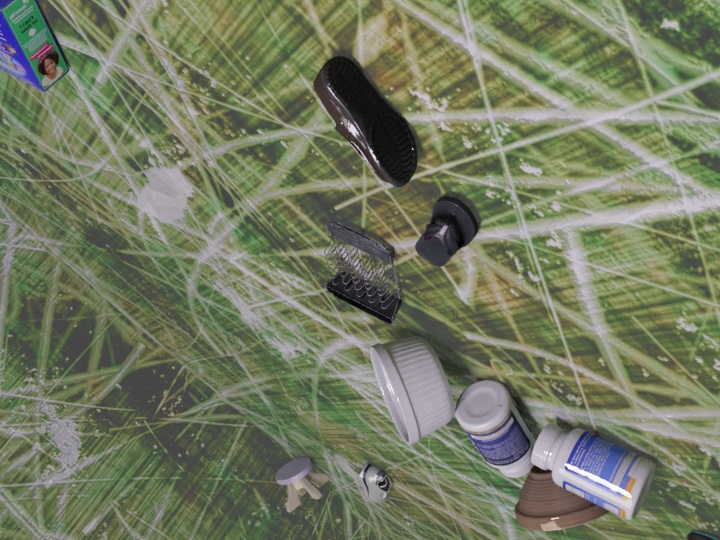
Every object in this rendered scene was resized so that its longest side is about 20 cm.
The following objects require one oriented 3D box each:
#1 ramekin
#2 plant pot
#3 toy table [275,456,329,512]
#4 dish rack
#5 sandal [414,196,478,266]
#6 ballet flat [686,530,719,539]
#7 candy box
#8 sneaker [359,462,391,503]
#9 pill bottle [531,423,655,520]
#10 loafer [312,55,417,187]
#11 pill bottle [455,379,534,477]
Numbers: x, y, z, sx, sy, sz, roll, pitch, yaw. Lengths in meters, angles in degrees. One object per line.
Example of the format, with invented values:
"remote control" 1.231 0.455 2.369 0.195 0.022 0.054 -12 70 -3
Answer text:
"ramekin" 0.102 0.221 1.675 0.200 0.105 0.201 160 90 -82
"plant pot" 0.385 0.417 1.682 0.201 0.200 0.093 -15 92 60
"toy table" -0.205 0.728 3.010 0.117 0.183 0.200 58 164 -8
"dish rack" 0.000 0.000 1.565 0.153 0.055 0.200 25 153 23
"sandal" 0.125 -0.045 1.323 0.075 0.048 0.201 34 156 6
"ballet flat" 0.679 0.534 1.591 0.199 0.069 0.068 7 143 49
"candy box" -0.650 -0.448 1.607 0.169 0.077 0.200 28 155 21
"sneaker" 0.058 0.655 2.640 0.080 0.077 0.200 12 148 26
"pill bottle" 0.414 0.352 1.570 0.199 0.112 0.112 23 153 28
"loafer" 0.006 -0.201 1.192 0.200 0.073 0.071 56 156 -19
"pill bottle" 0.269 0.313 1.692 0.111 0.111 0.200 11 145 44
